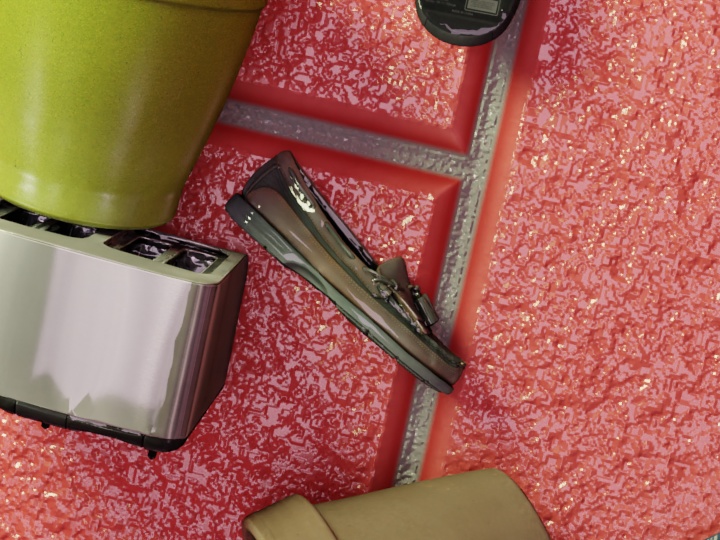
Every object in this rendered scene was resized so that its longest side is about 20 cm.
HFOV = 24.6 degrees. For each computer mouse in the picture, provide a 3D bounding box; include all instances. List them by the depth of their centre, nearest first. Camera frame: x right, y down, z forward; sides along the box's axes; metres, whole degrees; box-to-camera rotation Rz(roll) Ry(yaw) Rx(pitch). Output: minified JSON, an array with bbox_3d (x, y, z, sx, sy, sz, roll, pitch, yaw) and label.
[{"bbox_3d":[0.113,-0.240,1.101,0.139,0.046,0.202,6,83,7],"label":"computer mouse"}]

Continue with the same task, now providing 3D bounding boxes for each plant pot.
[{"bbox_3d":[-0.164,-0.136,1.063,0.198,0.201,0.195,15,106,2],"label":"plant pot"},{"bbox_3d":[0.039,0.219,1.082,0.173,0.200,0.202,-23,93,-13],"label":"plant pot"}]

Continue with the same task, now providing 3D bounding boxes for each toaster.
[{"bbox_3d":[-0.178,0.031,1.061,0.179,0.200,0.120,15,100,3],"label":"toaster"}]

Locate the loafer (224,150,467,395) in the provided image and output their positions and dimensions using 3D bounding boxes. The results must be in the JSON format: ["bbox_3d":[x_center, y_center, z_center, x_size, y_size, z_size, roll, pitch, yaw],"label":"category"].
[{"bbox_3d":[0.000,0.000,1.114,0.200,0.072,0.063,40,90,2],"label":"loafer"}]

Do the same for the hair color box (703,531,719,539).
[{"bbox_3d":[0.257,0.229,1.103,0.199,0.061,0.101,-30,91,15],"label":"hair color box"}]
